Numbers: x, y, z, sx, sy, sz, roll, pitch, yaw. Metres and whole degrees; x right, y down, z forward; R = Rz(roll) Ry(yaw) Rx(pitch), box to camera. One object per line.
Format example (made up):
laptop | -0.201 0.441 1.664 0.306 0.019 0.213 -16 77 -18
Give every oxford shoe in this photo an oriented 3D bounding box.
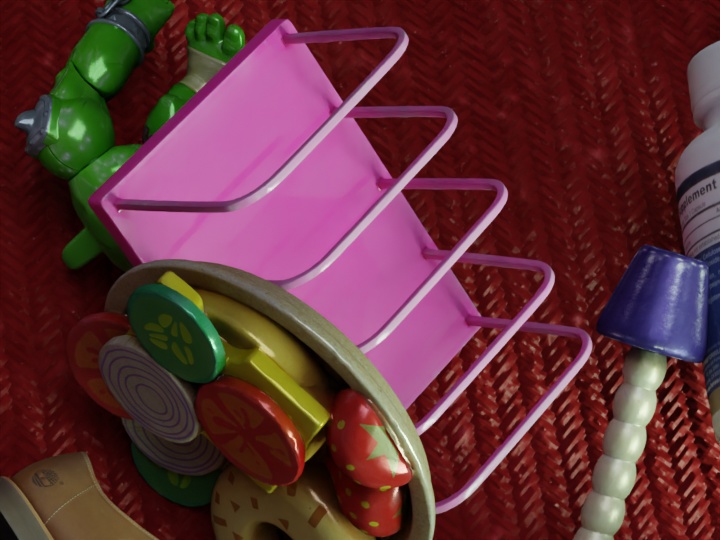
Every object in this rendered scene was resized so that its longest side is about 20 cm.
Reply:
oxford shoe | -0.104 0.170 1.252 0.071 0.071 0.201 -26 73 -26

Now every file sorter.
file sorter | 0.000 0.000 1.262 0.139 0.125 0.200 -46 118 -25

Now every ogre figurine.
ogre figurine | -0.090 -0.044 1.334 0.120 0.098 0.201 -37 110 -35

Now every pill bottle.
pill bottle | 0.218 -0.015 1.325 0.110 0.111 0.201 -2 72 -12

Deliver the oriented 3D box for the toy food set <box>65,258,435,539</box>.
toy food set | -0.051 0.076 1.230 0.198 0.200 0.049 41 59 4

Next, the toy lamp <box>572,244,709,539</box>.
toy lamp | 0.126 0.088 1.292 0.058 0.058 0.201 16 91 -4
